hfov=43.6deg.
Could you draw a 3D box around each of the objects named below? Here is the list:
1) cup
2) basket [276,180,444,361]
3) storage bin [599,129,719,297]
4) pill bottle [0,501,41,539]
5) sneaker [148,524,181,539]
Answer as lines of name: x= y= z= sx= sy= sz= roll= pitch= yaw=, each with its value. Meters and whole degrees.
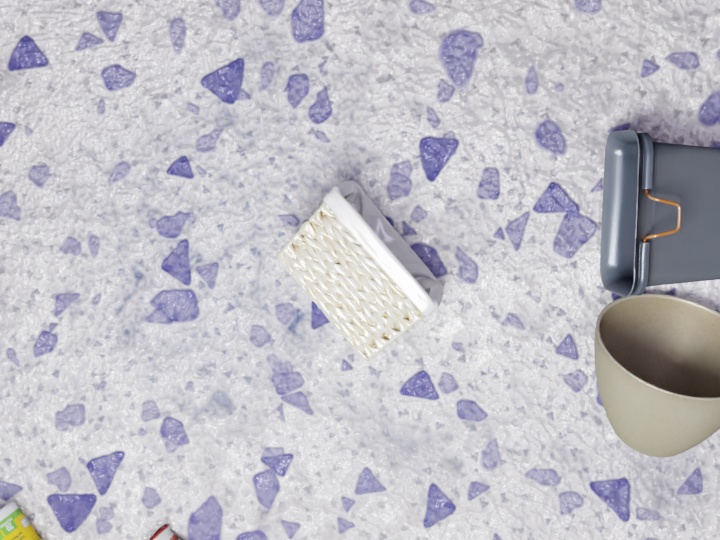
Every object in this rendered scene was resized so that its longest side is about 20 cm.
cup: x=0.379 y=0.146 z=1.129 sx=0.196 sy=0.202 sz=0.146 roll=9 pitch=124 yaw=5
basket: x=0.000 y=0.000 z=1.172 sx=0.123 sy=0.136 sz=0.201 roll=-41 pitch=91 yaw=13
storage bin: x=0.387 y=-0.072 z=1.122 sx=0.131 sy=0.146 sz=0.205 roll=-1 pitch=97 yaw=-3
pill bottle: x=-0.488 y=0.446 z=1.289 sx=0.110 sy=0.111 sz=0.202 roll=-35 pitch=92 yaw=9
sneaker: x=-0.306 y=0.475 z=1.289 sx=0.115 sy=0.078 sz=0.201 roll=41 pitch=100 yaw=2
